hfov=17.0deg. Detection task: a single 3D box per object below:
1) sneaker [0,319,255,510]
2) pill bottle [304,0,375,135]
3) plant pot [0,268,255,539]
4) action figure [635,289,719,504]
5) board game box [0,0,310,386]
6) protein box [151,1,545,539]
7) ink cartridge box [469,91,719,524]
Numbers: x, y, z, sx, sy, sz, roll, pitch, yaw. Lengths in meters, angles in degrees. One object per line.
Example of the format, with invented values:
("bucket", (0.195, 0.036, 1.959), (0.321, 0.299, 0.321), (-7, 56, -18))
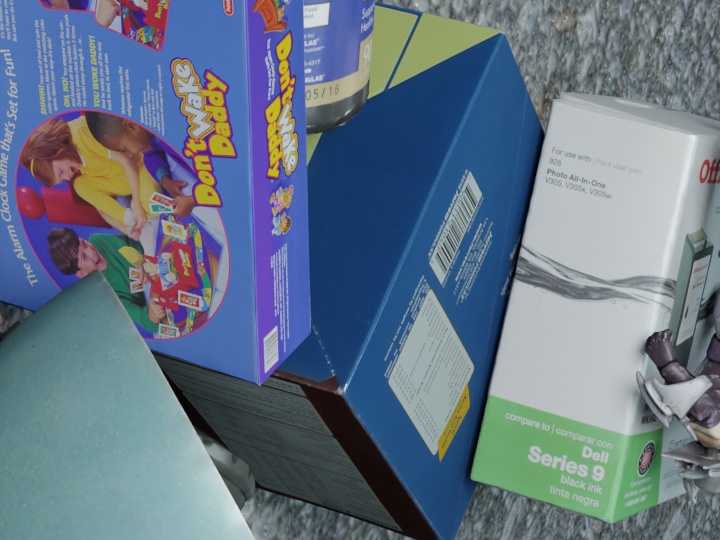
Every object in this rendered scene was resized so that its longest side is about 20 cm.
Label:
("sneaker", (-0.120, 0.087, 1.100), (0.080, 0.075, 0.200), (-59, 146, -6))
("pill bottle", (-0.045, -0.167, 1.036), (0.112, 0.111, 0.201), (-35, 136, -54))
("plant pot", (-0.111, 0.120, 0.928), (0.134, 0.201, 0.201), (-29, 144, -7))
("action figure", (0.187, 0.023, 1.179), (0.130, 0.069, 0.201), (-30, 134, -63))
("board game box", (-0.090, -0.064, 0.974), (0.045, 0.134, 0.201), (-45, 143, -48))
("protein box", (0.000, 0.000, 1.206), (0.200, 0.134, 0.200), (-66, 155, -19))
("ink cartridge box", (0.138, 0.016, 1.246), (0.146, 0.084, 0.202), (-7, 110, -64))
